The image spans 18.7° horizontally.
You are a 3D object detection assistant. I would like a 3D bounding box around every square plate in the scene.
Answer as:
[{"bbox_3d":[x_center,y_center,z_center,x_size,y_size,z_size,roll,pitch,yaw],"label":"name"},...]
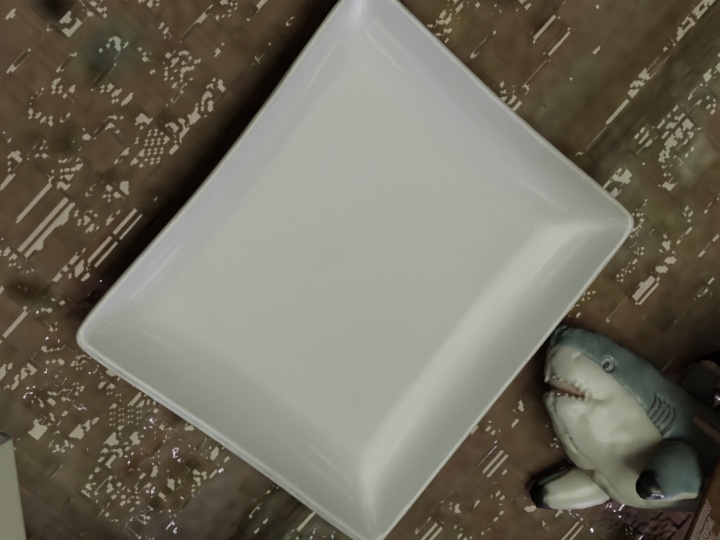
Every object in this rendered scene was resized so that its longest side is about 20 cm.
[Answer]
[{"bbox_3d":[0.000,0.000,0.978,0.198,0.028,0.200,38,91,-33],"label":"square plate"}]

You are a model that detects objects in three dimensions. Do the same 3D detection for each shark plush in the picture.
[{"bbox_3d":[0.175,0.076,1.078,0.199,0.091,0.084,5,79,-23],"label":"shark plush"}]

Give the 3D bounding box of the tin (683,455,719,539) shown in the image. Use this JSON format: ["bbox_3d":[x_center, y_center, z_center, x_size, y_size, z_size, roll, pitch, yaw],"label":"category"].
[{"bbox_3d":[0.203,0.129,1.061,0.112,0.042,0.201,-16,135,-40],"label":"tin"}]

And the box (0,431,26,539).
[{"bbox_3d":[-0.186,0.164,0.892,0.078,0.095,0.201,-29,119,-50],"label":"box"}]
